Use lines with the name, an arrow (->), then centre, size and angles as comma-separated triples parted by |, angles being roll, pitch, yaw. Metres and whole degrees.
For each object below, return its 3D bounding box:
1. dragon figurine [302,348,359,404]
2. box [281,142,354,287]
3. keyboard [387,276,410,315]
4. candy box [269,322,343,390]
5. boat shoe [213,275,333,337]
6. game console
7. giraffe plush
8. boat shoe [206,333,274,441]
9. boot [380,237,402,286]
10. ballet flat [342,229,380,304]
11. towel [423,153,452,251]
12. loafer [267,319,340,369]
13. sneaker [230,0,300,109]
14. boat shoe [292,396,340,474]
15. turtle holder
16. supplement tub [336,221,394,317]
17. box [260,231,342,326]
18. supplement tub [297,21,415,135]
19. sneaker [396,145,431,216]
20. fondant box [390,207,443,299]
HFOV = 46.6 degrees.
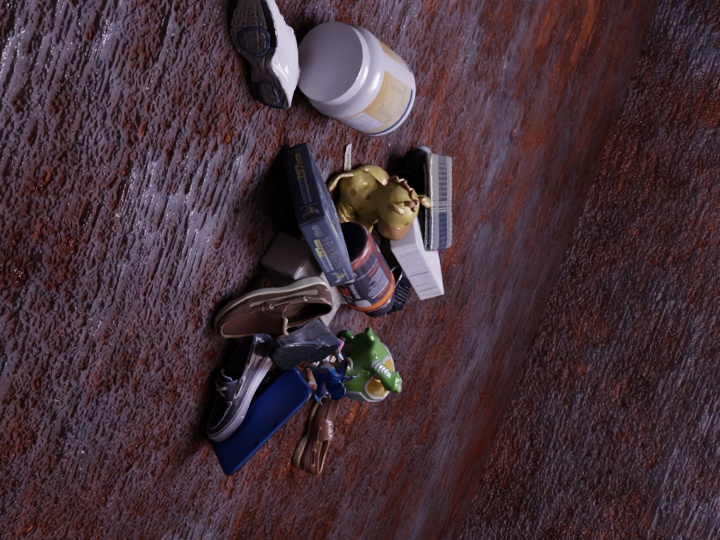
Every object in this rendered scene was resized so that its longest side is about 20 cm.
dragon figurine -> -0.044, 0.199, 1.558 | 0.100, 0.199, 0.059 | 54, 53, -17
box -> -0.070, -0.090, 1.399 | 0.050, 0.160, 0.201 | -19, 148, 4
keyboard -> 0.078, 0.058, 1.929 | 0.200, 0.039, 0.106 | 28, 84, -64
candy box -> -0.112, 0.159, 1.613 | 0.118, 0.056, 0.200 | -64, 153, -8
boat shoe -> -0.139, 0.070, 1.366 | 0.199, 0.075, 0.075 | -21, 137, -12
game console -> -0.159, 0.269, 1.469 | 0.200, 0.118, 0.171 | -43, 152, -4
giraffe plush -> 0.043, -0.125, 1.568 | 0.173, 0.160, 0.202 | -49, 150, -33
boat shoe -> -0.216, 0.194, 1.422 | 0.067, 0.072, 0.202 | 30, 93, -41
boot -> 0.060, 0.004, 1.739 | 0.202, 0.067, 0.130 | -60, -164, -15
ballet flat -> 0.000, 0.000, 1.699 | 0.200, 0.071, 0.072 | -50, 150, -34
towel -> 0.157, -0.144, 1.739 | 0.192, 0.034, 0.204 | -13, 104, -71
loafer -> -0.110, 0.121, 1.448 | 0.073, 0.073, 0.199 | -41, 163, 15
sneaker -> -0.130, -0.327, 1.195 | 0.201, 0.073, 0.088 | 82, 26, -57
boat shoe -> -0.078, 0.345, 1.812 | 0.072, 0.067, 0.203 | 24, 88, -65
turtle holder -> 0.016, 0.202, 1.739 | 0.132, 0.184, 0.142 | 50, 40, -22
supplement tub -> 0.001, 0.007, 1.564 | 0.108, 0.106, 0.201 | -57, 144, -21
box -> -0.101, 0.019, 1.495 | 0.069, 0.081, 0.201 | -58, 154, -18
supplement tub -> -0.008, -0.308, 1.346 | 0.199, 0.143, 0.147 | 11, 101, -64
sneaker -> 0.117, -0.158, 1.803 | 0.099, 0.070, 0.203 | -46, 141, -39
fondant box -> 0.113, -0.054, 1.729 | 0.201, 0.057, 0.146 | 58, 23, -52
